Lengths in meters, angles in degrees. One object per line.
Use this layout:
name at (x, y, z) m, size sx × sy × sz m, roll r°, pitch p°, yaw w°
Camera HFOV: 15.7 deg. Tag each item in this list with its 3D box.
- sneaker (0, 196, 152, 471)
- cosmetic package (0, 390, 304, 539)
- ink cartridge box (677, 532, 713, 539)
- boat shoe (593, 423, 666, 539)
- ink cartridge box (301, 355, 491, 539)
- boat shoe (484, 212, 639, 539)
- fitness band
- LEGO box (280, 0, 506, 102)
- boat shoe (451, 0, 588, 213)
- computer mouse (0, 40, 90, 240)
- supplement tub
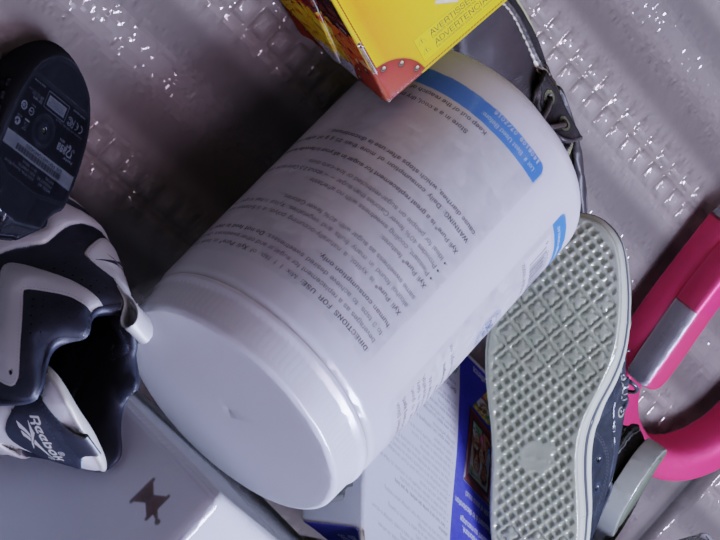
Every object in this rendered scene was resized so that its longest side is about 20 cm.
sneaker at (-0.173, 0.065, 1.176) m, size 0.199 × 0.130 × 0.080 m, roll -41°, pitch 136°, yaw -8°
cosmetic package at (-0.117, 0.163, 1.269) m, size 0.165 × 0.165 × 0.200 m, roll -46°, pitch 139°, yaw -2°
ink cartridge box at (0.137, 0.238, 1.500) m, size 0.146 × 0.083 × 0.200 m, roll -41°, pitch -178°, yaw -21°
boat shoe at (0.127, 0.126, 1.497) m, size 0.072 × 0.060 × 0.201 m, roll -54°, pitch 171°, yaw -19°
ink cartridge box at (0.032, 0.126, 1.361) m, size 0.047 × 0.201 × 0.198 m, roll -11°, pitch 146°, yaw 25°
boat shoe at (0.105, 0.063, 1.364) m, size 0.062 × 0.074 × 0.201 m, roll -37°, pitch 134°, yaw -63°
fitness band at (0.221, 0.036, 1.544) m, size 0.200 × 0.037 × 0.143 m, roll -53°, pitch 141°, yaw 7°
LEGO box at (0.038, -0.200, 1.192) m, size 0.200 × 0.077 × 0.149 m, roll -41°, pitch 137°, yaw -8°
boat shoe at (0.083, -0.069, 1.336) m, size 0.073 × 0.065 × 0.200 m, roll -36°, pitch 136°, yaw -12°
computer mouse at (-0.171, -0.010, 1.143) m, size 0.059 × 0.034 × 0.201 m, roll 44°, pitch 61°, yaw -49°
supplement tub at (0.000, 0.000, 1.237) m, size 0.200 × 0.132 × 0.132 m, roll -45°, pitch 141°, yaw -27°
